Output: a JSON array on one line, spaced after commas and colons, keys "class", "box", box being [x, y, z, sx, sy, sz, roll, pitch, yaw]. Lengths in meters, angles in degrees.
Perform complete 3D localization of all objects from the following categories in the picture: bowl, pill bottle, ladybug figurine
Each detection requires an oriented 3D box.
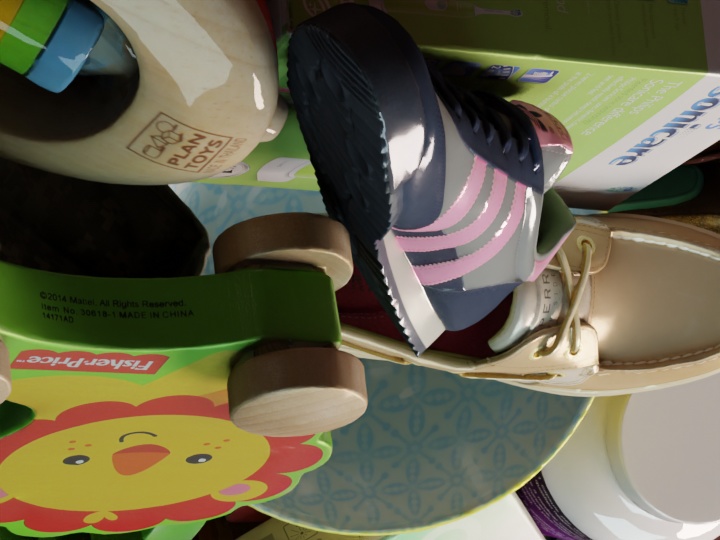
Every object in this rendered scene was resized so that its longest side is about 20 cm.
[{"class": "bowl", "box": [0.000, 0.000, 1.207, 0.200, 0.201, 0.108, -3, -169, -5]}, {"class": "pill bottle", "box": [0.116, 0.071, 1.346, 0.112, 0.113, 0.200, 1, 180, -17]}, {"class": "ladybug figurine", "box": [-0.109, -0.098, 0.926, 0.200, 0.072, 0.136, 30, 140, -17]}]

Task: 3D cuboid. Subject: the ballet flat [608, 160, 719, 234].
[{"class": "ballet flat", "box": [0.165, -0.020, 1.314, 0.199, 0.071, 0.071, -7, 163, 17]}]

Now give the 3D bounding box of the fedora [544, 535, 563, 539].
[{"class": "fedora", "box": [0.063, 0.087, 1.502, 0.200, 0.201, 0.092, -12, 133, 24]}]

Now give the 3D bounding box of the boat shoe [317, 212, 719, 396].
[{"class": "boat shoe", "box": [0.058, 0.012, 1.111, 0.199, 0.074, 0.069, 1, -179, 2]}]

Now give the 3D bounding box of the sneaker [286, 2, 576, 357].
[{"class": "sneaker", "box": [0.028, -0.043, 0.970, 0.082, 0.070, 0.200, -30, 159, -6]}]

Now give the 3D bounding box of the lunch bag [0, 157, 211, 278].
[{"class": "lunch bag", "box": [-0.162, -0.012, 1.080, 0.200, 0.118, 0.164, 30, 155, -8]}]

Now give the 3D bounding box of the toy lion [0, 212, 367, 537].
[{"class": "toy lion", "box": [-0.097, 0.045, 1.005, 0.199, 0.069, 0.192, 4, 154, -26]}]

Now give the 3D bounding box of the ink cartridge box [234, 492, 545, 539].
[{"class": "ink cartridge box", "box": [0.017, 0.165, 1.328, 0.161, 0.050, 0.200, -31, 138, 2]}]

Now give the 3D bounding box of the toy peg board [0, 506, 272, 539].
[{"class": "toy peg board", "box": [-0.066, 0.111, 1.340, 0.199, 0.098, 0.200, 4, 145, -31]}]

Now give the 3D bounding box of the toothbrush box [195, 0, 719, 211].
[{"class": "toothbrush box", "box": [0.034, -0.087, 1.049, 0.199, 0.086, 0.146, 5, 161, -23]}]
